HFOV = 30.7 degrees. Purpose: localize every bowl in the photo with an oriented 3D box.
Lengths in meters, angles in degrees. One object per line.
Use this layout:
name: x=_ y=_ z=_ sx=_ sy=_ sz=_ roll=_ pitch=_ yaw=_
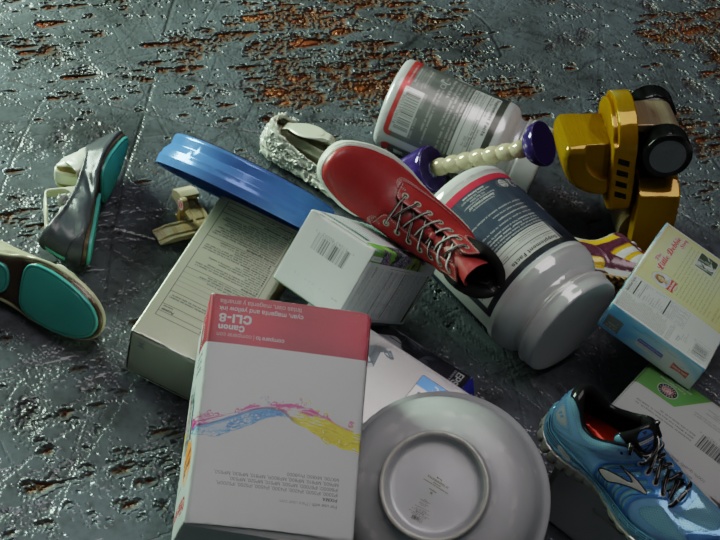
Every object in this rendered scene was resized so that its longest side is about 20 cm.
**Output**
bowl: x=0.067 y=0.195 z=1.154 sx=0.200 sy=0.090 sz=0.202 roll=-2 pitch=72 yaw=7
bowl: x=-0.118 y=-0.087 z=1.381 sx=0.200 sy=0.201 sz=0.040 roll=25 pitch=87 yaw=1

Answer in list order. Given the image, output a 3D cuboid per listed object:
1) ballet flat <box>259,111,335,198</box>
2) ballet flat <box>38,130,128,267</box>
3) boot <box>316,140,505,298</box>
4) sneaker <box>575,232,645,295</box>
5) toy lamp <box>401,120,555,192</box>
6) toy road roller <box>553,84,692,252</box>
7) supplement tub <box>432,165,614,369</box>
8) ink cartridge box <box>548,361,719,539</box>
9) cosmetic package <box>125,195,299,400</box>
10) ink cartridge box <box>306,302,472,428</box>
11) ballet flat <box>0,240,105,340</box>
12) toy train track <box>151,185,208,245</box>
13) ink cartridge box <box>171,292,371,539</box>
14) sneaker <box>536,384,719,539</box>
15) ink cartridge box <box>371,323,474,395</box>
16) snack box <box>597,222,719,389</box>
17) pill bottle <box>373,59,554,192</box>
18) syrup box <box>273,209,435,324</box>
ballet flat: x=-0.031 y=-0.124 z=1.538 sx=0.199 sy=0.072 sz=0.072 roll=27 pitch=43 yaw=8
ballet flat: x=-0.301 y=-0.086 z=1.405 sx=0.073 sy=0.073 sz=0.201 roll=13 pitch=45 yaw=-6
boot: x=0.053 y=-0.048 z=1.274 sx=0.200 sy=0.073 sz=0.144 roll=33 pitch=9 yaw=-26
sneaker: x=0.322 y=0.000 z=1.524 sx=0.199 sy=0.075 sz=0.090 roll=12 pitch=48 yaw=-8
toy lamp: x=0.125 y=-0.128 z=1.510 sx=0.058 sy=0.199 sz=0.059 roll=17 pitch=67 yaw=-48
toy road roller: x=0.302 y=-0.119 z=1.559 sx=0.145 sy=0.201 sz=0.123 roll=-1 pitch=38 yaw=0
supplement tub: x=0.163 y=-0.005 z=1.425 sx=0.140 sy=0.141 sz=0.200 roll=-22 pitch=56 yaw=-35
ink cartridge box: x=0.288 y=0.203 z=1.295 sx=0.146 sy=0.085 sz=0.200 roll=37 pitch=47 yaw=20
cosmetic package: x=-0.143 y=0.030 z=1.315 sx=0.105 sy=0.071 sz=0.200 roll=27 pitch=51 yaw=5
ink cartridge box: x=-0.015 y=0.142 z=1.251 sx=0.199 sy=0.045 sz=0.176 roll=32 pitch=59 yaw=16
ballet flat: x=-0.332 y=0.006 z=1.306 sx=0.199 sy=0.070 sz=0.070 roll=24 pitch=43 yaw=8
toy train track: x=-0.150 y=-0.029 z=1.421 sx=0.114 sy=0.033 sz=0.200 roll=-15 pitch=53 yaw=-31
ink cartridge box: x=-0.079 y=0.145 z=1.138 sx=0.144 sy=0.145 sz=0.201 roll=8 pitch=68 yaw=-10
sneaker: x=0.250 y=0.179 z=1.180 sx=0.200 sy=0.090 sz=0.078 roll=38 pitch=48 yaw=19
ink cartridge box: x=0.039 y=0.116 z=1.335 sx=0.199 sy=0.039 sz=0.099 roll=32 pitch=44 yaw=13
snack box: x=0.340 y=0.033 z=1.406 sx=0.116 sy=0.037 sz=0.200 roll=36 pitch=39 yaw=9
pill bottle: x=0.127 y=-0.168 z=1.600 sx=0.199 sy=0.114 sz=0.114 roll=24 pitch=43 yaw=6
syrup box: x=0.000 y=0.000 z=1.311 sx=0.079 sy=0.082 sz=0.200 roll=34 pitch=9 yaw=19
